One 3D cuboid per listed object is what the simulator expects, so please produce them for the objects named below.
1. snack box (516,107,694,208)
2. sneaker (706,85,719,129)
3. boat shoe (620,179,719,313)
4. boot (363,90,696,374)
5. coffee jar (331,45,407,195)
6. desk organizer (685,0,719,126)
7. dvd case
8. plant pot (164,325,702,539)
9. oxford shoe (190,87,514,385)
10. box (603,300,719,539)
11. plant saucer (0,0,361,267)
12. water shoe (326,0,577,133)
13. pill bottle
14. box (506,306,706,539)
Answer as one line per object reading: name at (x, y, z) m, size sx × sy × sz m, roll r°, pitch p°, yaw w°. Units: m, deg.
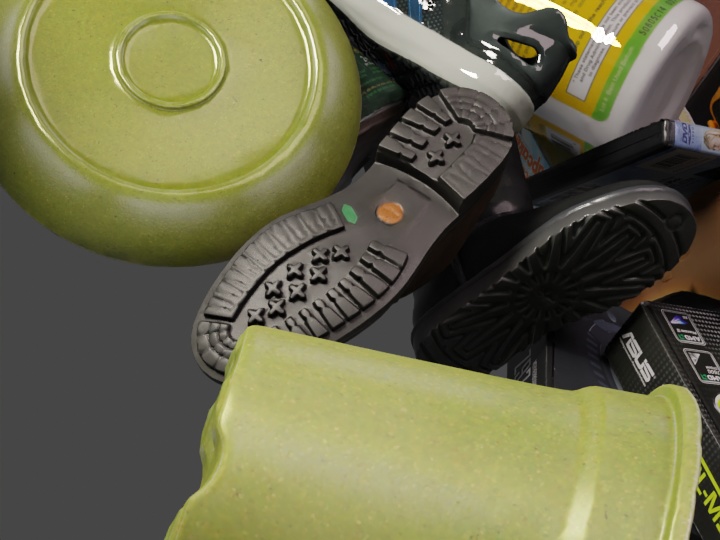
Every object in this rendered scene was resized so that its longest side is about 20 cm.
snack box at (0.144, -0.094, 1.364) m, size 0.116 × 0.037 × 0.200 m, roll -4°, pitch 47°, yaw -22°
sneaker at (0.254, -0.080, 1.376) m, size 0.077 × 0.078 × 0.200 m, roll 38°, pitch -5°, yaw 9°
boat shoe at (0.201, -0.009, 1.195) m, size 0.070 × 0.200 × 0.070 m, roll 6°, pitch 80°, yaw -32°
boot at (0.082, -0.055, 1.181) m, size 0.066 × 0.165 × 0.200 m, roll 48°, pitch 21°, yaw -38°
coffee jar at (-0.078, -0.122, 1.180) m, size 0.200 × 0.085 × 0.104 m, roll 44°, pitch 33°, yaw 10°
desk organizer at (0.241, -0.166, 1.422) m, size 0.072 × 0.200 × 0.077 m, roll 3°, pitch 43°, yaw -40°
dvd case at (0.211, -0.044, 1.228) m, size 0.200 × 0.143 × 0.018 m, roll 9°, pitch 75°, yaw -26°
plant pot at (0.016, 0.113, 0.898) m, size 0.184 × 0.200 × 0.200 m, roll 19°, pitch 35°, yaw -4°
oxford shoe at (0.000, 0.000, 1.082) m, size 0.200 × 0.084 × 0.073 m, roll -38°, pitch 67°, yaw -22°
box at (0.245, 0.108, 1.138) m, size 0.200 × 0.048 × 0.193 m, roll 10°, pitch 38°, yaw -33°
plant saucer at (-0.095, -0.098, 1.092) m, size 0.200 × 0.031 × 0.200 m, roll 4°, pitch 64°, yaw -9°
water shoe at (0.033, -0.144, 1.181) m, size 0.200 × 0.079 × 0.072 m, roll 39°, pitch -11°, yaw 29°
pill bottle at (0.096, -0.148, 1.297) m, size 0.200 × 0.111 × 0.111 m, roll 30°, pitch 30°, yaw 18°
box at (0.171, 0.103, 1.160) m, size 0.200 × 0.044 × 0.160 m, roll 27°, pitch 34°, yaw -13°
